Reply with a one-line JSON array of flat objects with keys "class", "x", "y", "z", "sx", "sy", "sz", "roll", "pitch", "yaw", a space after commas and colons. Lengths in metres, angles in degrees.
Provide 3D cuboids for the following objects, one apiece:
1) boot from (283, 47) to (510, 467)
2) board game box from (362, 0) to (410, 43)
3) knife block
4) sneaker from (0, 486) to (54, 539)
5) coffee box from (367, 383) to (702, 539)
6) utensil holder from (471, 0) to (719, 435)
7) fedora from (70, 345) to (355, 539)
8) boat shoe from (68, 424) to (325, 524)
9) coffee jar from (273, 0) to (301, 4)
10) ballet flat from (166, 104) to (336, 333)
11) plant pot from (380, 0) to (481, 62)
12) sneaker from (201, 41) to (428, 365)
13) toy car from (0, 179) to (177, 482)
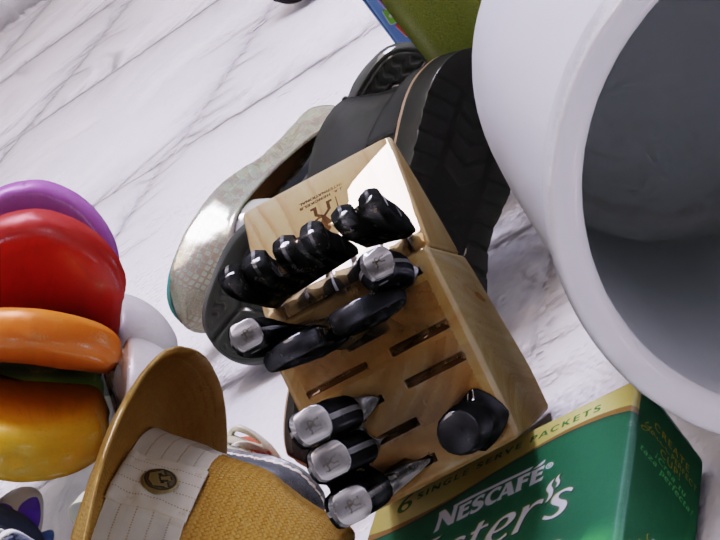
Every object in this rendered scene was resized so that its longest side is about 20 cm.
[{"class": "boot", "x": 0.000, "y": 0.000, "z": 0.828, "sx": 0.138, "sy": 0.077, "sz": 0.201, "roll": -4, "pitch": 57, "yaw": 62}, {"class": "board game box", "x": 0.098, "y": -0.186, "z": 0.983, "sx": 0.199, "sy": 0.152, "sz": 0.037, "roll": -32, "pitch": 19, "yaw": 22}, {"class": "knife block", "x": 0.020, "y": 0.049, "z": 0.596, "sx": 0.064, "sy": 0.201, "sz": 0.176, "roll": -26, "pitch": 40, "yaw": 9}, {"class": "sneaker", "x": -0.178, "y": 0.143, "z": 0.866, "sx": 0.199, "sy": 0.081, "sz": 0.147, "roll": -34, "pitch": 22, "yaw": 33}, {"class": "coffee box", "x": 0.040, "y": 0.127, "z": 0.542, "sx": 0.122, "sy": 0.044, "sz": 0.201, "roll": -30, "pitch": 20, "yaw": 30}, {"class": "utensil holder", "x": 0.128, "y": -0.057, "z": 0.604, "sx": 0.169, "sy": 0.170, "sz": 0.200, "roll": -37, "pitch": 18, "yaw": 6}, {"class": "fedora", "x": -0.048, "y": 0.125, "z": 0.603, "sx": 0.081, "sy": 0.202, "sz": 0.201, "roll": 8, "pitch": 32, "yaw": 7}, {"class": "boat shoe", "x": -0.068, "y": 0.098, "z": 0.787, "sx": 0.063, "sy": 0.071, "sz": 0.199, "roll": -46, "pitch": 15, "yaw": -27}, {"class": "coffee jar", "x": -0.018, "y": -0.323, "z": 1.626, "sx": 0.199, "sy": 0.085, "sz": 0.105, "roll": -20, "pitch": 34, "yaw": 45}, {"class": "ballet flat", "x": -0.046, "y": -0.041, "z": 1.070, "sx": 0.062, "sy": 0.068, "sz": 0.201, "roll": -7, "pitch": 36, "yaw": 41}, {"class": "plant pot", "x": 0.088, "y": -0.163, "z": 0.852, "sx": 0.199, "sy": 0.194, "sz": 0.201, "roll": -26, "pitch": 15, "yaw": 7}, {"class": "sneaker", "x": -0.007, "y": -0.033, "z": 0.971, "sx": 0.200, "sy": 0.076, "sz": 0.114, "roll": -56, "pitch": -10, "yaw": 9}, {"class": "toy car", "x": -0.178, "y": 0.029, "z": 0.940, "sx": 0.173, "sy": 0.152, "sz": 0.200, "roll": 4, "pitch": 13, "yaw": -12}]
